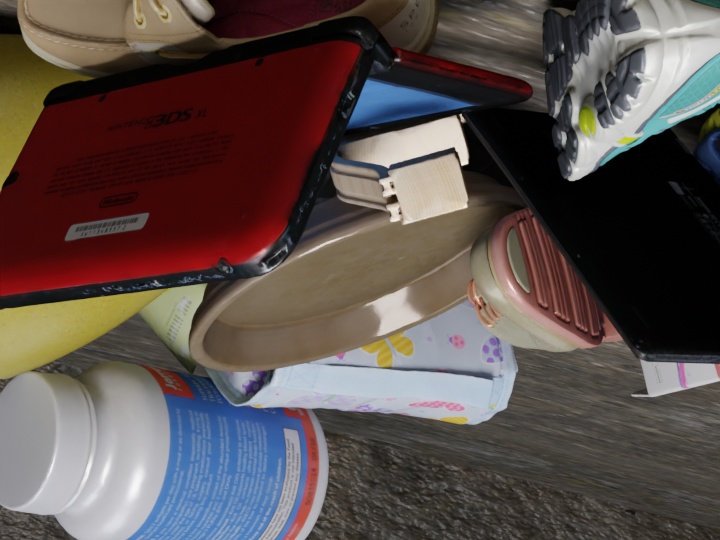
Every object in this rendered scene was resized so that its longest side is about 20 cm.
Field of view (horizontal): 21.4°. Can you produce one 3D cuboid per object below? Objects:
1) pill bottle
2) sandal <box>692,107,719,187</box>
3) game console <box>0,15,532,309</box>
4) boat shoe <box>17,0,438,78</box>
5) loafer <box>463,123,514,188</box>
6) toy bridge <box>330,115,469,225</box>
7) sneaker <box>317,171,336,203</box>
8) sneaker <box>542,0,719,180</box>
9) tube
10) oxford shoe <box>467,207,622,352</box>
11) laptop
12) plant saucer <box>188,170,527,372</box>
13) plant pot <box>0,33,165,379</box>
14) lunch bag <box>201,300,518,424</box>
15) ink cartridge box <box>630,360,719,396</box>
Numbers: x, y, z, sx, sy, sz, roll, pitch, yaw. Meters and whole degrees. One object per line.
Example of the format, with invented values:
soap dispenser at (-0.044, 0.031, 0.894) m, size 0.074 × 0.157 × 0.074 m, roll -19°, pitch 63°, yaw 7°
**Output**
pill bottle at (-0.126, 0.117, 1.177) m, size 0.199 × 0.114 × 0.112 m, roll 14°, pitch 171°, yaw -41°
sandal at (0.223, -0.033, 0.909) m, size 0.079 × 0.088 × 0.200 m, roll 18°, pitch 177°, yaw -25°
game console at (-0.050, -0.035, 0.834) m, size 0.199 × 0.174 × 0.119 m, roll -7°, pitch 140°, yaw 41°
boat shoe at (-0.067, -0.127, 0.846) m, size 0.198 × 0.075 × 0.069 m, roll 0°, pitch 164°, yaw 14°
loafer at (0.126, -0.032, 1.089) m, size 0.198 × 0.072 × 0.073 m, roll 14°, pitch 170°, yaw -3°
toy bridge at (0.018, -0.058, 0.917) m, size 0.067 × 0.027 × 0.200 m, roll -15°, pitch -165°, yaw 7°
sneaker at (0.000, -0.069, 1.086) m, size 0.091 × 0.077 × 0.200 m, roll 6°, pitch 178°, yaw -7°
sneaker at (0.125, -0.083, 0.823) m, size 0.079 × 0.078 × 0.200 m, roll -6°, pitch 180°, yaw -8°
tube at (-0.156, -0.029, 1.210) m, size 0.200 × 0.052 × 0.058 m, roll 49°, pitch 180°, yaw 17°
oxford shoe at (0.087, 0.015, 0.986) m, size 0.073 × 0.072 × 0.200 m, roll -15°, pitch 165°, yaw 20°
laptop at (0.149, 0.025, 0.926) m, size 0.198 × 0.117 × 0.188 m, roll 4°, pitch -145°, yaw -30°
plant saucer at (0.000, 0.000, 1.004) m, size 0.198 × 0.030 × 0.200 m, roll -19°, pitch 162°, yaw -7°
plant pot at (-0.160, -0.051, 1.098) m, size 0.140 × 0.202 × 0.200 m, roll -13°, pitch 166°, yaw 5°
lunch bag at (-0.009, 0.025, 1.200) m, size 0.168 × 0.128 × 0.200 m, roll 5°, pitch -160°, yaw -24°
ink cartridge box at (0.240, 0.028, 1.170) m, size 0.115 × 0.068 × 0.200 m, roll -13°, pitch 174°, yaw -14°
